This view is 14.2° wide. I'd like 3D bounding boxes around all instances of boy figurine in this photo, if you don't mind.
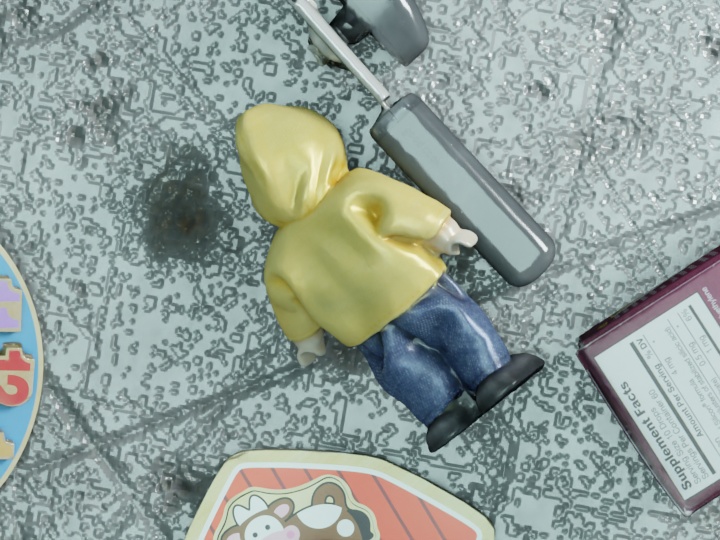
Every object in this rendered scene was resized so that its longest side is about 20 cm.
[{"bbox_3d":[0.000,0.000,1.502,0.200,0.064,0.124,49,120,5],"label":"boy figurine"}]

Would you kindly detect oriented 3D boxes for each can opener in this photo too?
[{"bbox_3d":[0.038,-0.083,1.504,0.067,0.053,0.200,-43,89,4],"label":"can opener"}]

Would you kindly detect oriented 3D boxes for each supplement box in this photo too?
[{"bbox_3d":[0.217,0.025,1.455,0.200,0.131,0.103,-33,89,4],"label":"supplement box"}]

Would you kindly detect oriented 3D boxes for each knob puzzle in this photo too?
[{"bbox_3d":[-0.016,0.183,1.523,0.219,0.030,0.220,0,91,4],"label":"knob puzzle"}]

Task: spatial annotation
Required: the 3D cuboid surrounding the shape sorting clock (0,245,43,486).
[{"bbox_3d":[-0.259,0.054,1.499,0.200,0.039,0.200,-4,98,-28],"label":"shape sorting clock"}]
